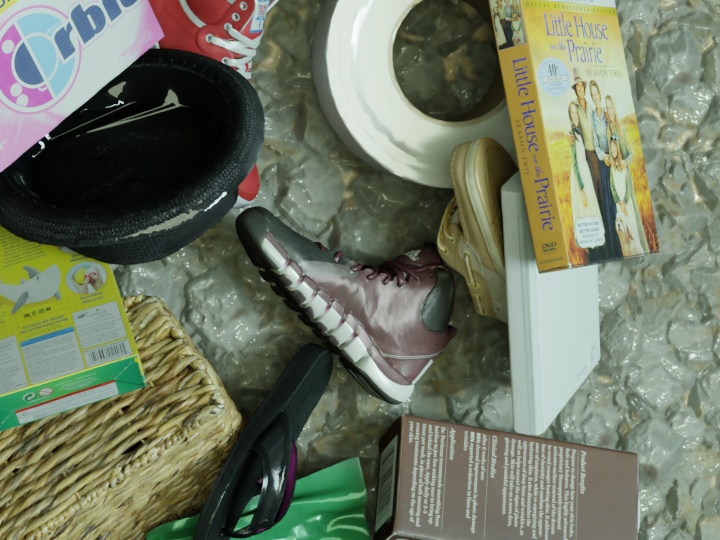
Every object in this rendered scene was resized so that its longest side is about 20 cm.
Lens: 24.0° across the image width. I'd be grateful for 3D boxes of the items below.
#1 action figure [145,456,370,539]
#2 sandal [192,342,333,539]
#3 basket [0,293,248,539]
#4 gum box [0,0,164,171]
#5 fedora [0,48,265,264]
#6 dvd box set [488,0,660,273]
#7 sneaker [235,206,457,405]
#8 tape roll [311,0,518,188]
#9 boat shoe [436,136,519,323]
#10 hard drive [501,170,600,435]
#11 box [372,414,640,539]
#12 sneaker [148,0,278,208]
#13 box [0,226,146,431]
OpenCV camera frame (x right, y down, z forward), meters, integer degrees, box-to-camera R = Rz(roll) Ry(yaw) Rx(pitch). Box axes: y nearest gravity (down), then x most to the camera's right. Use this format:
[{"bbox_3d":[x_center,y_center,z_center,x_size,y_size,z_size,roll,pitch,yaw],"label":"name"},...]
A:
[{"bbox_3d":[-0.093,0.216,1.310,0.200,0.055,0.118,-10,100,-14],"label":"action figure"},{"bbox_3d":[-0.064,0.142,1.264,0.048,0.075,0.200,23,64,18],"label":"sandal"},{"bbox_3d":[-0.198,0.125,1.276,0.200,0.149,0.143,-35,68,-6],"label":"basket"},{"bbox_3d":[-0.233,-0.158,1.140,0.200,0.066,0.114,-44,135,-24],"label":"gum box"},{"bbox_3d":[-0.158,-0.066,1.188,0.201,0.201,0.092,-25,142,-8],"label":"fedora"},{"bbox_3d":[0.157,-0.103,1.219,0.146,0.029,0.200,-7,86,-54],"label":"dvd box set"},{"bbox_3d":[0.000,0.000,1.304,0.116,0.076,0.200,-44,112,-9],"label":"sneaker"},{"bbox_3d":[0.066,-0.164,1.294,0.202,0.071,0.203,-1,96,-10],"label":"tape roll"},{"bbox_3d":[0.091,-0.022,1.272,0.200,0.069,0.074,65,36,-46],"label":"boat shoe"},{"bbox_3d":[0.146,0.006,1.277,0.026,0.132,0.200,9,120,27],"label":"hard drive"},{"bbox_3d":[0.113,0.183,1.322,0.200,0.075,0.100,11,64,-10],"label":"box"},{"bbox_3d":[-0.093,-0.149,1.242,0.112,0.071,0.200,-20,104,20],"label":"sneaker"},{"bbox_3d":[-0.236,0.012,1.221,0.117,0.048,0.200,-16,56,-8],"label":"box"}]
